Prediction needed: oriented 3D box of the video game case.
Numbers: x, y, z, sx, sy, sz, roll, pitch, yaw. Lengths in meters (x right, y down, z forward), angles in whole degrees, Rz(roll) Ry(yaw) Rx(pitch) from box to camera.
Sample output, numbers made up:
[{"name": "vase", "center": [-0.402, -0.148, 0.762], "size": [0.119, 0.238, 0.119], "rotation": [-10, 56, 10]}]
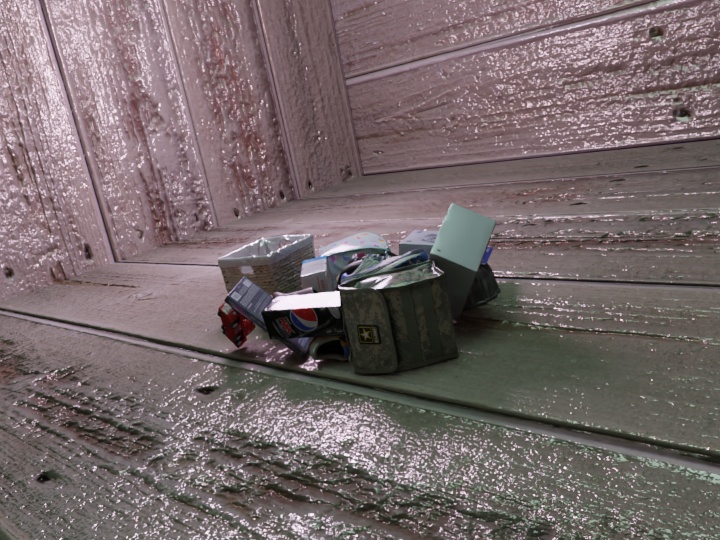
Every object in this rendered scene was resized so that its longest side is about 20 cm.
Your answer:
[{"name": "video game case", "center": [-0.186, 0.096, 1.490], "size": [0.019, 0.198, 0.143], "rotation": [-51, 5, 15]}]

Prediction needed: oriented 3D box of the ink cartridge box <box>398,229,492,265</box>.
[{"name": "ink cartridge box", "center": [0.201, -0.058, 1.621], "size": [0.194, 0.042, 0.199], "rotation": [4, 13, 14]}]

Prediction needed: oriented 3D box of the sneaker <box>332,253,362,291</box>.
[{"name": "sneaker", "center": [0.000, 0.000, 1.551], "size": [0.116, 0.075, 0.200], "rotation": [-62, 2, -27]}]

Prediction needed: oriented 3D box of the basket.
[{"name": "basket", "center": [-0.236, 0.010, 1.862], "size": [0.194, 0.165, 0.199], "rotation": [-3, 16, 35]}]

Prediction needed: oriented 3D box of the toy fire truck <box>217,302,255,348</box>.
[{"name": "toy fire truck", "center": [-0.246, 0.098, 1.578], "size": [0.048, 0.201, 0.141], "rotation": [37, 65, 17]}]

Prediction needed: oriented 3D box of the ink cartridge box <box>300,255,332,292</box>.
[{"name": "ink cartridge box", "center": [-0.101, 0.047, 1.687], "size": [0.066, 0.119, 0.200], "rotation": [-12, 13, 0]}]

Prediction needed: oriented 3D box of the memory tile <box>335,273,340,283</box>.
[{"name": "memory tile", "center": [0.011, 0.042, 1.669], "size": [0.150, 0.017, 0.202], "rotation": [-16, 31, 8]}]

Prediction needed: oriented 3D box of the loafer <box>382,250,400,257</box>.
[{"name": "loafer", "center": [0.070, 0.021, 1.519], "size": [0.070, 0.075, 0.200], "rotation": [15, -15, 0]}]

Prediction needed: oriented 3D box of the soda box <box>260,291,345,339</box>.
[{"name": "soda box", "center": [-0.091, 0.086, 1.368], "size": [0.195, 0.065, 0.071], "rotation": [-6, 23, 27]}]

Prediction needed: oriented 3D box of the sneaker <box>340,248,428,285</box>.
[{"name": "sneaker", "center": [0.038, -0.002, 1.381], "size": [0.197, 0.077, 0.087], "rotation": [-27, 54, 17]}]

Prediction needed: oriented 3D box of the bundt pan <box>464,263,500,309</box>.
[{"name": "bundt pan", "center": [0.212, 0.024, 1.587], "size": [0.196, 0.078, 0.202], "rotation": [-11, 14, 3]}]

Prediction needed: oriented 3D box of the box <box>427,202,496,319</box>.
[{"name": "box", "center": [0.188, -0.014, 1.397], "size": [0.095, 0.201, 0.126], "rotation": [22, 62, 9]}]

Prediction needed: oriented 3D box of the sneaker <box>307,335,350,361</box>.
[{"name": "sneaker", "center": [-0.006, 0.135, 1.381], "size": [0.195, 0.077, 0.091], "rotation": [-16, 25, 2]}]

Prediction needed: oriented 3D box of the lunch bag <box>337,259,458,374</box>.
[{"name": "lunch bag", "center": [0.062, 0.089, 1.272], "size": [0.195, 0.168, 0.118], "rotation": [-13, 16, -4]}]

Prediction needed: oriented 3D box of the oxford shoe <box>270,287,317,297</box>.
[{"name": "oxford shoe", "center": [-0.129, 0.075, 1.604], "size": [0.197, 0.071, 0.074], "rotation": [16, 70, 38]}]

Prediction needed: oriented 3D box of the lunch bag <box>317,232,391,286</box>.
[{"name": "lunch bag", "center": [-0.012, -0.028, 1.903], "size": [0.195, 0.125, 0.171], "rotation": [-18, 13, 2]}]
